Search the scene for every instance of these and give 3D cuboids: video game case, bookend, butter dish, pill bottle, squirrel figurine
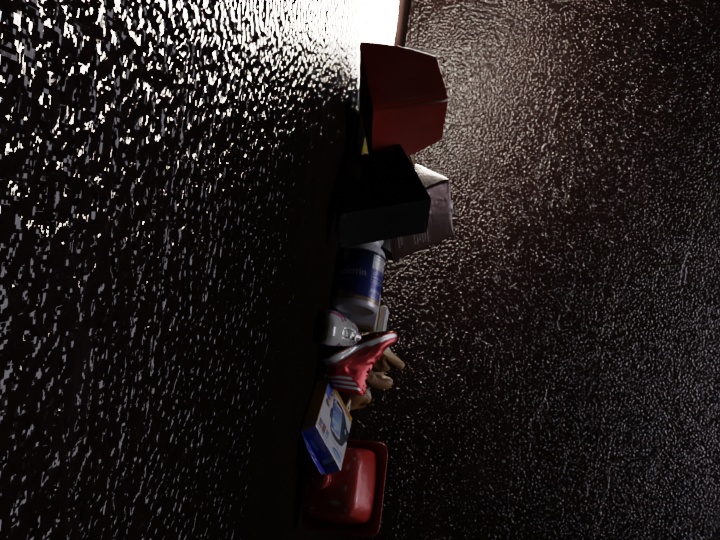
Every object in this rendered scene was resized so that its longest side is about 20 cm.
[{"bbox_3d":[0.051,0.206,1.697,0.182,0.022,0.204,67,32,-81],"label":"video game case"},{"bbox_3d":[0.024,-0.163,1.319,0.093,0.196,0.200,93,-19,-46],"label":"bookend"},{"bbox_3d":[-0.058,0.460,1.345,0.148,0.197,0.203,46,47,-54],"label":"butter dish"},{"bbox_3d":[0.000,0.000,1.514,0.116,0.113,0.204,85,13,-72],"label":"pill bottle"},{"bbox_3d":[-0.017,0.248,1.522,0.188,0.198,0.142,-58,-149,12],"label":"squirrel figurine"}]

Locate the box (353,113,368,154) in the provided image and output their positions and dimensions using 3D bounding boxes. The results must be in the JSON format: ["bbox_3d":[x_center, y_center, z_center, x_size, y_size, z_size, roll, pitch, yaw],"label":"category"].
[{"bbox_3d":[0.041,-0.296,1.541,0.048,0.116,0.203,-27,-136,46],"label":"box"}]

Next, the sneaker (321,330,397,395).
[{"bbox_3d":[0.009,0.216,1.415,0.078,0.197,0.118,-10,-83,65],"label":"sneaker"}]

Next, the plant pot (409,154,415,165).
[{"bbox_3d":[0.074,-0.260,1.665,0.027,0.197,0.203,36,-52,49],"label":"plant pot"}]

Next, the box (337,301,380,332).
[{"bbox_3d":[-0.010,0.155,1.668,0.202,0.110,0.103,95,6,-50],"label":"box"}]

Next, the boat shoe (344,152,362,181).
[{"bbox_3d":[-0.011,-0.169,1.416,0.065,0.071,0.204,-34,-123,58],"label":"boat shoe"}]

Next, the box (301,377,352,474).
[{"bbox_3d":[-0.070,0.334,1.314,0.201,0.041,0.120,-77,143,-67],"label":"box"}]

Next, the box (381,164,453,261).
[{"bbox_3d":[0.116,-0.155,1.617,0.164,0.197,0.168,37,-37,52],"label":"box"}]

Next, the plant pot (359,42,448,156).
[{"bbox_3d":[0.096,-0.379,1.398,0.201,0.173,0.203,89,-7,-61],"label":"plant pot"}]

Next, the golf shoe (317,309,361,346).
[{"bbox_3d":[-0.042,0.126,1.330,0.200,0.090,0.074,41,59,-83],"label":"golf shoe"}]
